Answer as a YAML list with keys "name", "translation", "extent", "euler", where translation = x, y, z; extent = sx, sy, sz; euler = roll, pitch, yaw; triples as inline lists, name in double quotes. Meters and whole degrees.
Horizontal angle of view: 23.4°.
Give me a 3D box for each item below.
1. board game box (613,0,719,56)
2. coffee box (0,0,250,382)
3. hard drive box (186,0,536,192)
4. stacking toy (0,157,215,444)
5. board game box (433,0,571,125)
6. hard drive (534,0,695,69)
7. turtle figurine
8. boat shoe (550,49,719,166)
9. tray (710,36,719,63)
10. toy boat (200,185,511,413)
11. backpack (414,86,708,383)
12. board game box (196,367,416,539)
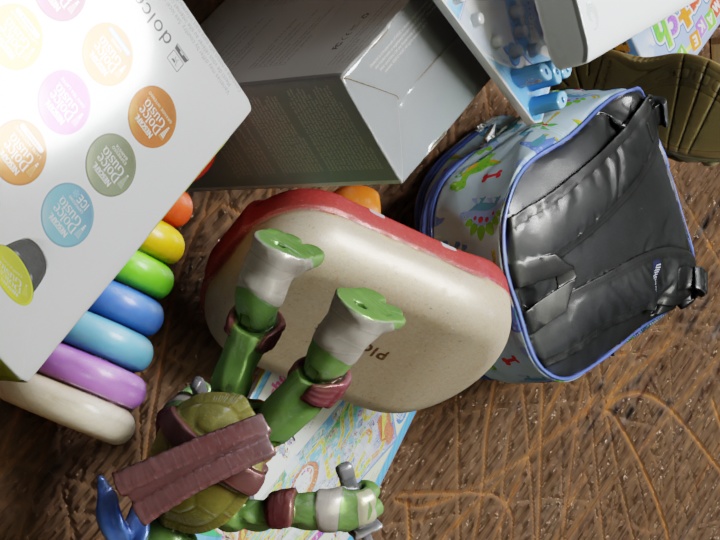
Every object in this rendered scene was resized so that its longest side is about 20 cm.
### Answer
- name: "board game box"
  translation: [0.225, -0.260, 1.394]
  extent: [0.152, 0.036, 0.201]
  euler: [-51, 124, -30]
- name: "coffee box"
  translation: [-0.217, -0.085, 0.859]
  extent: [0.198, 0.199, 0.200]
  euler: [-53, 124, -28]
- name: "hard drive box"
  translation: [-0.019, -0.126, 1.049]
  extent: [0.156, 0.199, 0.077]
  euler: [-49, 122, -30]
- name: "stacking toy"
  translation: [-0.135, -0.006, 1.001]
  extent: [0.085, 0.085, 0.202]
  euler: [28, 80, -40]
- name: "board game box"
  translation: [0.079, -0.221, 0.992]
  extent: [0.200, 0.026, 0.201]
  euler: [47, 46, -37]
- name: "hard drive"
  translation: [0.145, -0.204, 1.008]
  extent: [0.200, 0.026, 0.133]
  euler: [-33, 110, -55]
- name: "turtle figurine"
  translation: [-0.043, 0.087, 0.995]
  extent: [0.199, 0.144, 0.195]
  euler: [20, 106, -26]
- name: "boat shoe"
  translation: [0.230, -0.119, 1.291]
  extent: [0.063, 0.200, 0.074]
  euler: [20, 88, -43]
- name: "tray"
  translation: [0.386, -0.163, 1.552]
  extent: [0.199, 0.037, 0.100]
  euler: [-10, 98, -44]
- name: "toy boat"
  translation: [0.000, 0.000, 1.097]
  extent: [0.199, 0.131, 0.131]
  euler: [24, 41, -24]
- name: "backpack"
  translation: [0.125, -0.018, 1.226]
  extent: [0.200, 0.146, 0.185]
  euler: [-35, 115, -42]
- name: "board game box"
  translation: [-0.049, 0.131, 1.139]
  extent: [0.134, 0.034, 0.201]
  euler: [46, 61, -34]
